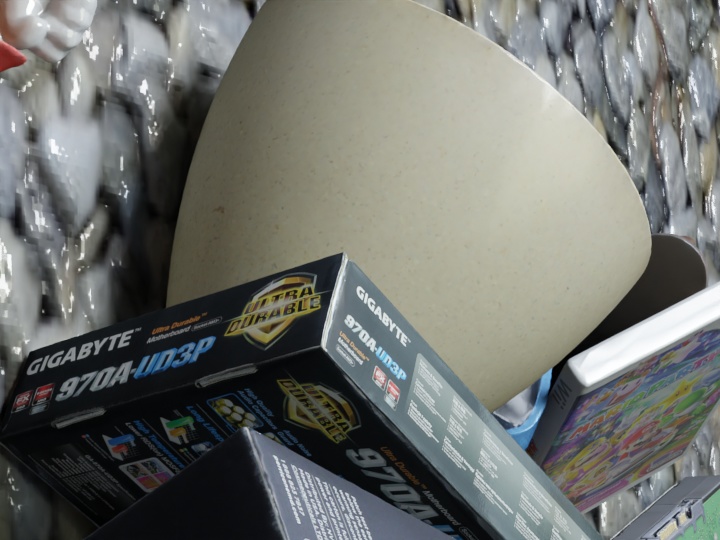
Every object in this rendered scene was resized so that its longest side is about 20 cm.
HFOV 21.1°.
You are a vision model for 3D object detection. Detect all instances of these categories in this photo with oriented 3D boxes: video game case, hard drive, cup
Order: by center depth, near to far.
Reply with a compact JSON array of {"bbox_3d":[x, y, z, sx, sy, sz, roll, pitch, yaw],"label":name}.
[{"bbox_3d":[0.000,0.000,0.807,0.143,0.200,0.200,-55,132,-22],"label":"cup"},{"bbox_3d":[0.136,0.072,0.970,0.143,0.200,0.018,-25,65,-24],"label":"video game case"},{"bbox_3d":[0.211,0.244,1.217,0.140,0.038,0.200,-25,106,-57],"label":"hard drive"}]

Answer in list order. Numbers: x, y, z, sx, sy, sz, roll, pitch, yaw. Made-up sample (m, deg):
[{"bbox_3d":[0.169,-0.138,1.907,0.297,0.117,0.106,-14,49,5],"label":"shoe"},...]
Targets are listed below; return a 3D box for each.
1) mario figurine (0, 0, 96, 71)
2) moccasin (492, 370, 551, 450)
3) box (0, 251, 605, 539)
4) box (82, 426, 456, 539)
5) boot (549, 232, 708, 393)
[{"bbox_3d":[-0.143,-0.137,0.653,0.123,0.106,0.200,0,74,-24],"label":"mario figurine"},{"bbox_3d":[0.059,0.019,0.950,0.200,0.068,0.081,-78,-169,-66],"label":"moccasin"},{"bbox_3d":[-0.016,0.089,0.746,0.200,0.159,0.046,47,42,-33],"label":"box"},{"bbox_3d":[-0.047,0.171,0.645,0.182,0.200,0.104,36,25,-48],"label":"box"},{"bbox_3d":[0.158,0.014,1.069,0.064,0.186,0.200,48,37,7],"label":"boot"}]
